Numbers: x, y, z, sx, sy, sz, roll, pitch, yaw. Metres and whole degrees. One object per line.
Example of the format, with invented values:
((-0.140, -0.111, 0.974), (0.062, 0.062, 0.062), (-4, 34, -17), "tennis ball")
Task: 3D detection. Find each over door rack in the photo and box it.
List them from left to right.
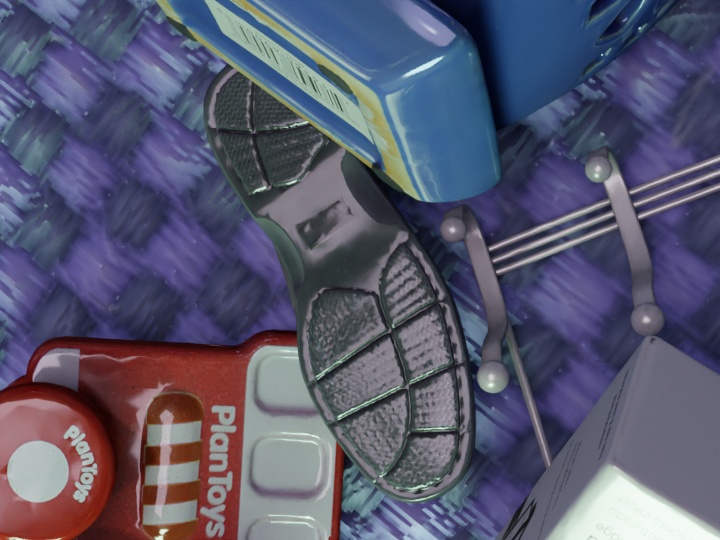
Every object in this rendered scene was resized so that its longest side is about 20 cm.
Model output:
((0.129, 0.044, 0.724), (0.147, 0.067, 0.201), (-21, 86, 17), "over door rack")

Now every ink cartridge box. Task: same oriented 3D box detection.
((0.112, 0.147, 0.669), (0.145, 0.084, 0.201), (30, 127, 0), "ink cartridge box")

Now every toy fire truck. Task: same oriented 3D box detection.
((-0.088, 0.125, 0.777), (0.166, 0.112, 0.202), (2, 90, -5), "toy fire truck")

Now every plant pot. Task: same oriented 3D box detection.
((0.017, -0.148, 0.662), (0.200, 0.200, 0.180), (37, 84, 14), "plant pot")

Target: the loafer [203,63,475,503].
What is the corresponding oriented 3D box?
((0.000, 0.000, 0.756), (0.072, 0.063, 0.201), (-28, 80, 14), "loafer")
